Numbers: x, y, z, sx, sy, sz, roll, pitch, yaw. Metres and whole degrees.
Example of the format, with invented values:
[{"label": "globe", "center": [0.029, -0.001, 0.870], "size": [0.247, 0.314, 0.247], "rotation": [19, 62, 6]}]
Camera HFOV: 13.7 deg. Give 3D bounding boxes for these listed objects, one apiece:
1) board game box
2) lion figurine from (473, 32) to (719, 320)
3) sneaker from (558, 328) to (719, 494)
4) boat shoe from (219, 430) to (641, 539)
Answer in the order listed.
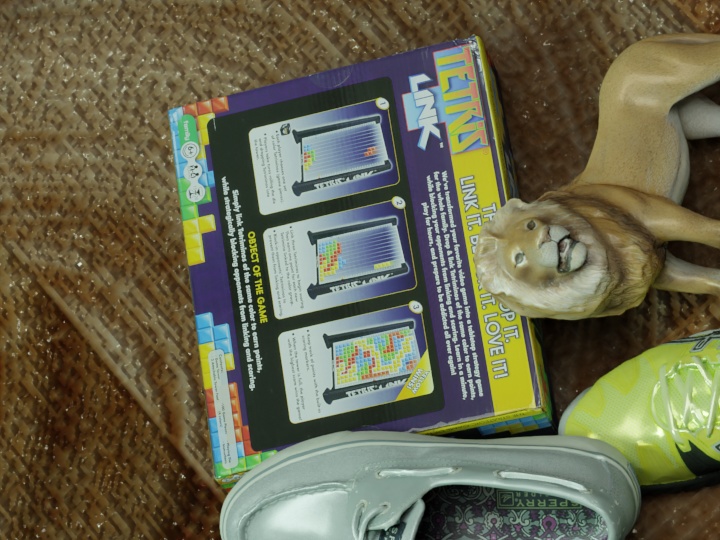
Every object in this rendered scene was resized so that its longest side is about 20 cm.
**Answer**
[{"label": "board game box", "center": [0.000, 0.000, 1.474], "size": [0.164, 0.057, 0.201], "rotation": [-12, 68, 9]}, {"label": "lion figurine", "center": [0.134, -0.051, 1.433], "size": [0.122, 0.073, 0.201], "rotation": [15, 53, 10]}, {"label": "sneaker", "center": [0.185, 0.050, 1.393], "size": [0.199, 0.076, 0.076], "rotation": [-16, 68, 10]}, {"label": "boat shoe", "center": [0.027, 0.114, 1.380], "size": [0.200, 0.072, 0.070], "rotation": [-6, 104, 13]}]
